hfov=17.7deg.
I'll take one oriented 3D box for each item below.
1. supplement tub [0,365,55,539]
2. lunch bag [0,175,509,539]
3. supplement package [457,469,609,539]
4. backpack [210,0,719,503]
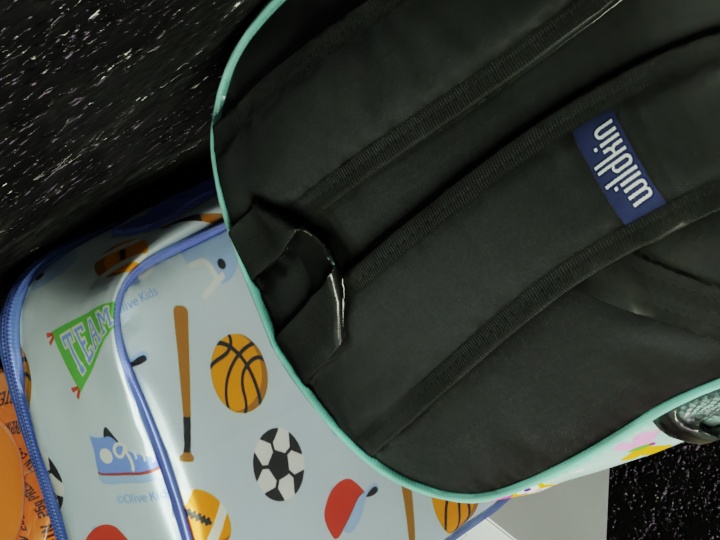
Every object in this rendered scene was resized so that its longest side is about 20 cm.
[{"bbox_3d":[-0.072,0.096,0.889,0.200,0.123,0.122,14,137,-46],"label":"supplement tub"},{"bbox_3d":[-0.027,0.036,0.800,0.075,0.161,0.200,-9,-167,41],"label":"lunch bag"},{"bbox_3d":[0.007,0.110,1.167,0.200,0.147,0.192,-38,-156,32],"label":"supplement package"},{"bbox_3d":[0.065,-0.034,0.642,0.200,0.176,0.153,-34,171,28],"label":"backpack"}]
